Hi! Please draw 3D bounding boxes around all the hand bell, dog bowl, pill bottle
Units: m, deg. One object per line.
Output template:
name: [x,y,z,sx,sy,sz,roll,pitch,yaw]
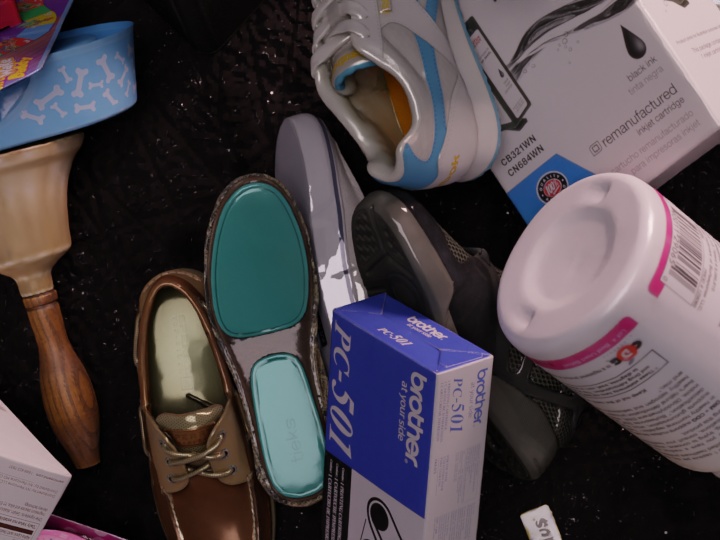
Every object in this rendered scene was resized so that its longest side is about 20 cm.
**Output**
hand bell: [-0.195,0.024,1.139,0.104,0.104,0.201,-13,98,4]
dog bowl: [-0.227,-0.101,1.120,0.199,0.111,0.050,-17,105,-6]
pill bottle: [0.181,0.043,1.037,0.200,0.113,0.114,36,90,-29]

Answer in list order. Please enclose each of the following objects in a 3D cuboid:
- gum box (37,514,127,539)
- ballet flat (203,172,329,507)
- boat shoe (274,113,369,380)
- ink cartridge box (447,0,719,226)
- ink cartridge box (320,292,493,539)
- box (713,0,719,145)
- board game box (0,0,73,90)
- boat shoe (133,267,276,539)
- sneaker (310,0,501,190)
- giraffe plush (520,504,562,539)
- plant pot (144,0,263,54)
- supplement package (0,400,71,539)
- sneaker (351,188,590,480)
gum box: [-0.124,0.232,1.094,0.199,0.066,0.114,17,114,6]
ballet flat: [-0.053,0.040,1.108,0.067,0.075,0.201,-11,98,-2]
boat shoe: [0.000,0.000,1.125,0.069,0.071,0.201,-11,82,-21]
ink cartridge box: [0.119,-0.135,1.074,0.146,0.084,0.200,-40,81,39]
ink cartridge box: [0.022,0.124,1.055,0.094,0.044,0.201,30,125,44]
box: [0.250,-0.174,1.121,0.136,0.040,0.201,5,87,7]
board game box: [-0.256,-0.145,1.089,0.157,0.200,0.039,-9,119,8]
boat shoe: [-0.102,0.097,1.117,0.075,0.074,0.201,-14,85,4]
sneaker: [0.008,-0.140,1.049,0.076,0.081,0.201,-37,73,41]
giraffe plush: [0.147,0.227,1.042,0.172,0.162,0.200,-39,84,2]
plant pot: [-0.107,-0.280,1.092,0.200,0.177,0.200,44,90,7]
supplement package: [-0.303,0.140,1.047,0.191,0.147,0.201,36,98,48]
sneaker: [0.077,0.015,1.085,0.114,0.076,0.200,-45,110,-22]
